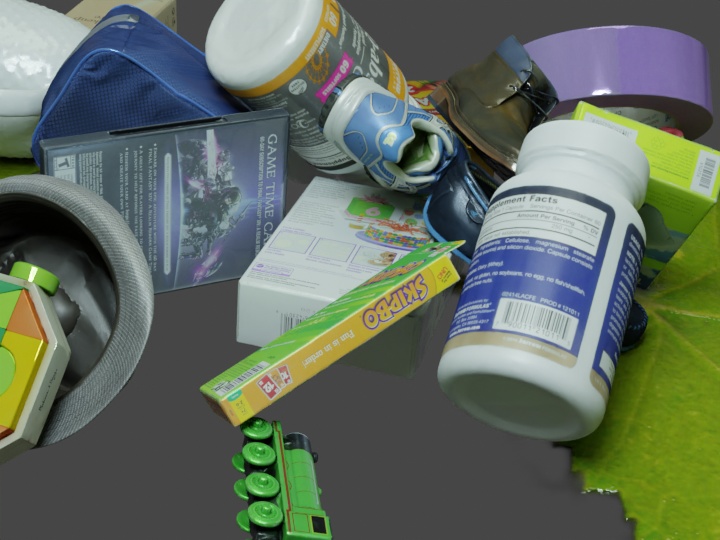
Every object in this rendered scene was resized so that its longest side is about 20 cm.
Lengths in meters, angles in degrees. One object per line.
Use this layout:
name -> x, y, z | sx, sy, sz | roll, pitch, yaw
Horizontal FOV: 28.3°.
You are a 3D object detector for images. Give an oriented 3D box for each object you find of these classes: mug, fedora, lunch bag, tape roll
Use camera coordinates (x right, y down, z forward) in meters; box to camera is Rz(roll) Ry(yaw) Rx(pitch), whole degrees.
mug -> -0.324, -0.171, 1.302 | 0.173, 0.150, 0.200 | 11, 16, 3
fedora -> -0.217, 0.033, 0.989 | 0.199, 0.177, 0.090 | 38, -2, 21
lunch bag -> -0.166, -0.120, 1.211 | 0.199, 0.136, 0.133 | 36, 24, -19
tape roll -> 0.227, -0.161, 1.332 | 0.197, 0.067, 0.200 | -1, -12, 0

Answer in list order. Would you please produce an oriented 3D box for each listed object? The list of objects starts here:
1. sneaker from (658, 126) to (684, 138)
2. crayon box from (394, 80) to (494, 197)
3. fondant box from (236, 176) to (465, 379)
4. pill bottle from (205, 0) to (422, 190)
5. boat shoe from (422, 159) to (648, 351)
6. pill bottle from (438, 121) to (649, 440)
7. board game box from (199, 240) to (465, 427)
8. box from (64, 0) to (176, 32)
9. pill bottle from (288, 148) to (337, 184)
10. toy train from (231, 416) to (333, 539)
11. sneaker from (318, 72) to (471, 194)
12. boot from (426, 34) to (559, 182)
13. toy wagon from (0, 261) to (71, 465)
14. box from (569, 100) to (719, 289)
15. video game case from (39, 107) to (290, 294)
sneaker -> 0.213, -0.089, 1.294 | 0.198, 0.091, 0.078 | -12, 33, -24
crayon box -> 0.056, -0.125, 1.378 | 0.125, 0.051, 0.201 | -2, 30, -11
fondant box -> 0.000, 0.000, 1.141 | 0.142, 0.059, 0.200 | 11, 31, 12
pill bottle -> -0.030, -0.153, 1.196 | 0.200, 0.117, 0.116 | 39, 0, -44
boat shoe -> 0.142, -0.011, 1.109 | 0.199, 0.069, 0.084 | 31, 30, -1
pill bottle -> 0.133, 0.004, 0.988 | 0.114, 0.116, 0.202 | 13, 64, 16
board game box -> -0.016, 0.039, 0.981 | 0.199, 0.030, 0.095 | -35, 8, -12
box -> -0.266, -0.225, 1.487 | 0.094, 0.079, 0.201 | 9, 29, 8
pill bottle -> -0.071, -0.167, 1.371 | 0.114, 0.117, 0.200 | -7, 31, -19
toy train -> -0.046, 0.157, 0.875 | 0.056, 0.042, 0.201 | 9, 28, -12
sneaker -> 0.042, -0.092, 1.148 | 0.077, 0.076, 0.199 | 37, 11, 29
boot -> 0.126, -0.139, 1.200 | 0.097, 0.075, 0.200 | -43, 31, 6
toy wagon -> -0.287, 0.057, 0.924 | 0.198, 0.040, 0.157 | 14, 74, 18
box -> 0.201, -0.051, 1.142 | 0.120, 0.200, 0.048 | 20, 66, 2
video game case -> -0.150, -0.047, 1.116 | 0.198, 0.145, 0.019 | -11, 34, -26
